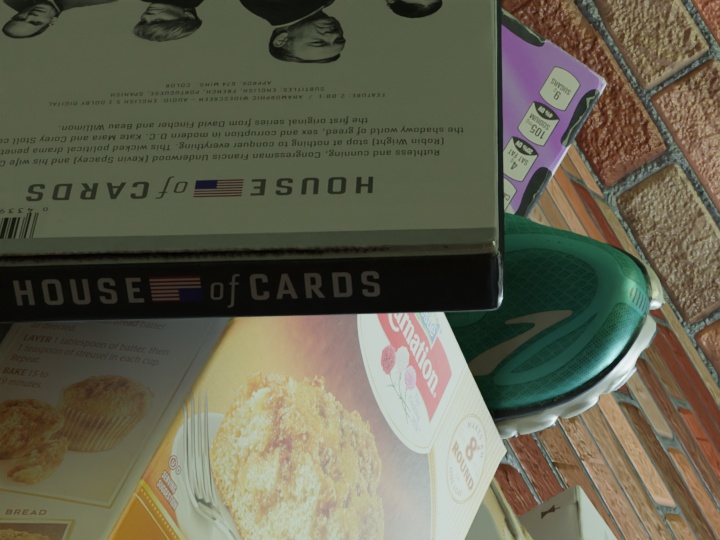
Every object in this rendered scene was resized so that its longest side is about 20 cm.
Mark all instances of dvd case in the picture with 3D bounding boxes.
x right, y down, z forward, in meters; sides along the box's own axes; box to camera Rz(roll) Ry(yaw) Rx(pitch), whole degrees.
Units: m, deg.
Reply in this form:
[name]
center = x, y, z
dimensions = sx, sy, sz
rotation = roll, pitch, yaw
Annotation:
[dvd case]
center = -0.036, -0.054, 0.662
dimensions = 0.200, 0.150, 0.025
rotation = -86, 173, -54

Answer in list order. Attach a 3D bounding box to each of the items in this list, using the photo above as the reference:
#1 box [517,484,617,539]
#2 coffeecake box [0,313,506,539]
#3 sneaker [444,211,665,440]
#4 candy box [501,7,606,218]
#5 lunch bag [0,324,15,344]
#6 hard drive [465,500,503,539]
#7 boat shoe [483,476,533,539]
[box]
center = 0.114, 0.230, 1.138
dimensions = 0.200, 0.106, 0.152
rotation = 54, 13, -14
[coffeecake box]
center = -0.045, 0.076, 0.678
dimensions = 0.200, 0.073, 0.154
rotation = -63, 143, -34
[sneaker]
center = 0.000, 0.000, 0.786
dimensions = 0.078, 0.200, 0.080
rotation = -67, 150, -20
[candy box]
center = -0.029, -0.031, 0.917
dimensions = 0.168, 0.200, 0.072
rotation = 33, -22, -5
[lunch bag]
center = -0.150, -0.036, 0.741
dimensions = 0.170, 0.124, 0.200
rotation = 32, 25, -57
[hard drive]
center = 0.043, 0.196, 0.883
dimensions = 0.200, 0.025, 0.132
rotation = 95, -19, -44
[boat shoe]
center = 0.029, 0.109, 0.962
dimensions = 0.200, 0.071, 0.065
rotation = 66, 15, 14
